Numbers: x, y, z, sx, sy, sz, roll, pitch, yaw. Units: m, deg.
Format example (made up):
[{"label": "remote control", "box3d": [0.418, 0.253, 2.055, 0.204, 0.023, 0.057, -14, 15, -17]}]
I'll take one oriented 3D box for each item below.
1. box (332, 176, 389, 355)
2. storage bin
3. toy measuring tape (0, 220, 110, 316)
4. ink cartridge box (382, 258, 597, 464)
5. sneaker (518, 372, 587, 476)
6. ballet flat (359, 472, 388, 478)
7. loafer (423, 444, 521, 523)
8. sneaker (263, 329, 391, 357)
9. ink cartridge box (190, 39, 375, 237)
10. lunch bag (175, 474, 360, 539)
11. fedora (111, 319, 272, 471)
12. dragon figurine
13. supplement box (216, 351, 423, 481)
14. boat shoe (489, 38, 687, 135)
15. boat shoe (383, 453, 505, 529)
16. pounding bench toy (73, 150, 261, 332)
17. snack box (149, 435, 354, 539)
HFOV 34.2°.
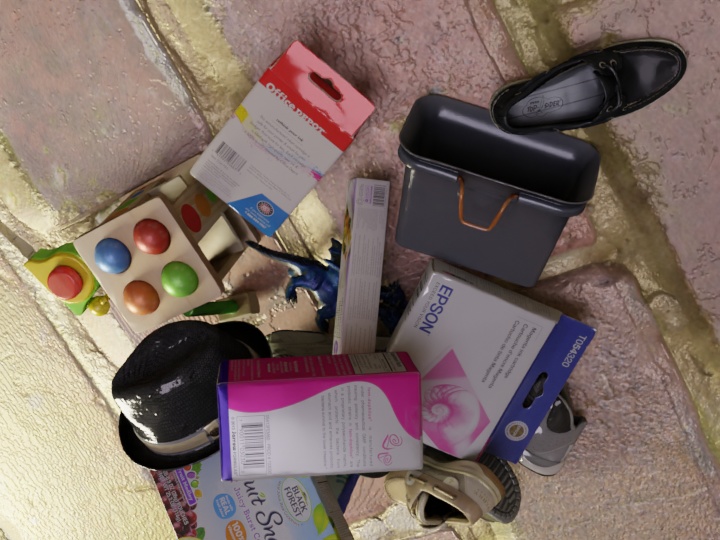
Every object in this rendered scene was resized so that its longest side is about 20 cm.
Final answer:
[{"label": "box", "box3d": [0.000, 0.000, 1.263, 0.041, 0.039, 0.201, 4, 90, -16]}, {"label": "storage bin", "box3d": [0.128, -0.069, 1.204, 0.199, 0.146, 0.135, 17, 129, 6]}, {"label": "toy measuring tape", "box3d": [-0.366, -0.025, 1.385, 0.074, 0.074, 0.200, -36, 103, 27]}, {"label": "ink cartridge box", "box3d": [0.125, 0.110, 1.259, 0.200, 0.043, 0.197, 23, 114, -6]}, {"label": "sneaker", "box3d": [0.170, 0.145, 1.337, 0.200, 0.075, 0.116, 27, 115, -11]}, {"label": "ballet flat", "box3d": [-0.041, 0.166, 1.369, 0.200, 0.068, 0.068, 37, 144, 12]}, {"label": "loafer", "box3d": [0.106, 0.230, 1.398, 0.200, 0.075, 0.070, 41, 144, -1]}, {"label": "sneaker", "box3d": [-0.013, 0.120, 1.329, 0.199, 0.078, 0.087, 2, 75, -1]}, {"label": "ink cartridge box", "box3d": [-0.077, -0.148, 1.248, 0.116, 0.067, 0.200, 39, 119, -7]}, {"label": "lunch bag", "box3d": [-0.108, 0.259, 1.402, 0.199, 0.170, 0.128, 5, 120, 13]}, {"label": "fedora", "box3d": [-0.197, 0.116, 1.270, 0.200, 0.201, 0.092, -15, 137, 21]}, {"label": "dragon figurine", "box3d": [-0.032, 0.006, 1.318, 0.099, 0.059, 0.200, -37, 107, 25]}, {"label": "supplement box", "box3d": [-0.042, 0.145, 1.181, 0.199, 0.103, 0.102, -2, 99, -4]}, {"label": "boat shoe", "box3d": [0.224, -0.176, 1.144, 0.199, 0.066, 0.075, -10, 104, 8]}, {"label": "boat shoe", "box3d": [0.079, 0.254, 1.319, 0.072, 0.065, 0.200, 53, 151, -16]}, {"label": "pounding bench toy", "box3d": [-0.194, 0.002, 1.303, 0.124, 0.156, 0.200, -24, 108, 24]}, {"label": "snack box", "box3d": [-0.111, 0.270, 1.268, 0.168, 0.068, 0.200, -27, 78, 9]}]
